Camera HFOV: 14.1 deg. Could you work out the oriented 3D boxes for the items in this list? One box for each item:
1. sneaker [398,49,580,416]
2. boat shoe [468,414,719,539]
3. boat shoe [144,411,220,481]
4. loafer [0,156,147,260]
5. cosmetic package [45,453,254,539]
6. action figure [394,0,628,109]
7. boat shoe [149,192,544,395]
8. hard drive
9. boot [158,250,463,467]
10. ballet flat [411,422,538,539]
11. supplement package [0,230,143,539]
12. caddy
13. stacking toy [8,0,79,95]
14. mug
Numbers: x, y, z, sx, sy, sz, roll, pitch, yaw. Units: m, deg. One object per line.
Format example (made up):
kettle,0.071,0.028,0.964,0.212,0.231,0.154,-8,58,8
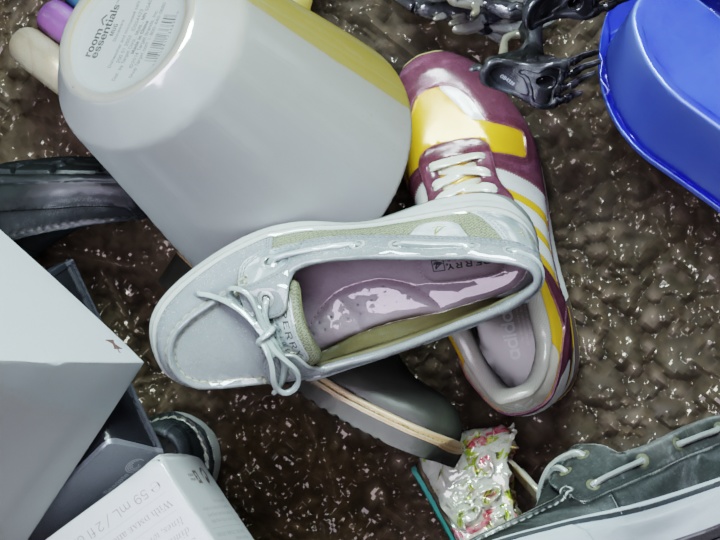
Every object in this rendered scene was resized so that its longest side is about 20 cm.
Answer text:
sneaker,0.065,-0.022,1.519,0.075,0.090,0.201,-21,86,10
boat shoe,0.120,0.125,1.490,0.199,0.072,0.071,-13,63,-30
boat shoe,-0.138,0.170,1.574,0.075,0.060,0.201,18,93,11
loafer,-0.201,-0.022,1.587,0.200,0.068,0.071,-7,96,16
cosmetic package,-0.077,0.204,1.490,0.102,0.074,0.200,-37,78,10
action figure,0.069,-0.167,1.513,0.200,0.102,0.119,54,141,44
boat shoe,-0.008,0.016,1.440,0.201,0.065,0.075,-13,111,2
hard drive,-0.212,0.095,1.570,0.200,0.042,0.135,-33,73,23
boot,0.000,0.000,1.523,0.200,0.077,0.139,35,92,25
ballet flat,0.095,0.169,1.524,0.064,0.076,0.200,-27,87,2
supplement package,-0.256,0.080,1.461,0.147,0.191,0.200,40,105,23
caddy,0.217,-0.096,1.485,0.200,0.105,0.141,37,74,10
stacking toy,-0.100,-0.172,1.566,0.085,0.085,0.200,37,89,9
mug,-0.080,-0.101,1.489,0.149,0.153,0.187,-33,51,17
